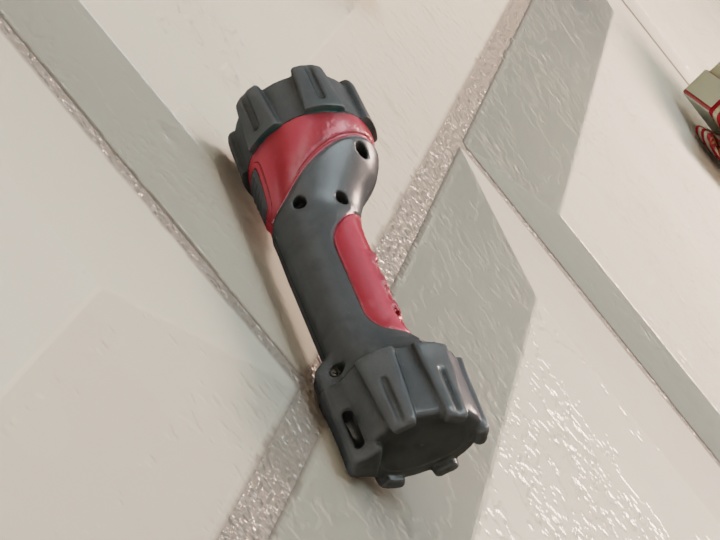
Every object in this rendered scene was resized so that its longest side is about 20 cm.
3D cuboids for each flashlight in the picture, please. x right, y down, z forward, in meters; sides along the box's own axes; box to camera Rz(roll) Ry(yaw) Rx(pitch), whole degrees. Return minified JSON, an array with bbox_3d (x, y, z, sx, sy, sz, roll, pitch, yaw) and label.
[{"bbox_3d":[0.000,0.000,0.961,0.068,0.068,0.201,25,31,-46],"label":"flashlight"}]

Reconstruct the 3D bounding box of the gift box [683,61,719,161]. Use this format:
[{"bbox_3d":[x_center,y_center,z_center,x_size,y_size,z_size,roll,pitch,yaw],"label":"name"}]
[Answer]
[{"bbox_3d":[0.447,-0.146,2.176,0.185,0.187,0.200,46,3,-26],"label":"gift box"}]
